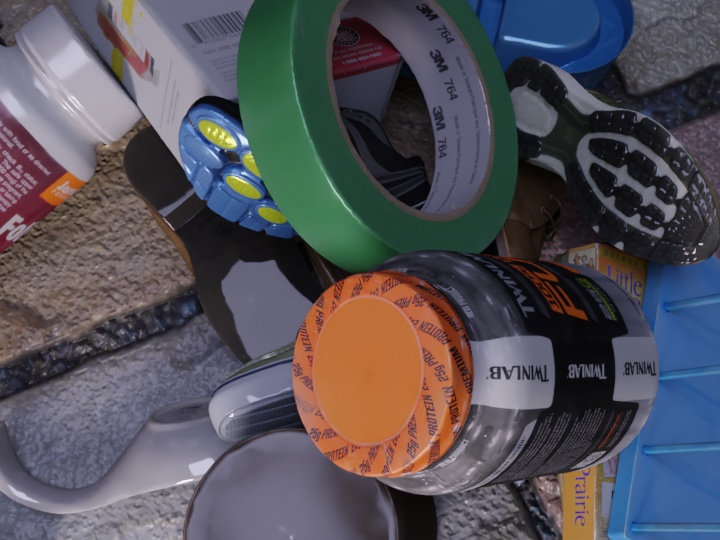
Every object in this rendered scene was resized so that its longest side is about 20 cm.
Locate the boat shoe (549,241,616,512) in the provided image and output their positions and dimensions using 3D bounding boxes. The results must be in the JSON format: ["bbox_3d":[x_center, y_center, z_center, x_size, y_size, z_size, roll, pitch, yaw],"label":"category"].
[{"bbox_3d":[0.151,0.082,0.826,0.073,0.063,0.201,11,74,-39],"label":"boat shoe"}]

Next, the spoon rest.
[{"bbox_3d":[-0.150,0.122,0.814,0.199,0.099,0.061,-6,102,13],"label":"spoon rest"}]

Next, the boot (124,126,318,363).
[{"bbox_3d":[-0.085,-0.006,0.845,0.073,0.075,0.200,-33,76,-8],"label":"boot"}]

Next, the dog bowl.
[{"bbox_3d":[0.092,-0.178,0.894,0.199,0.050,0.112,12,60,5],"label":"dog bowl"}]

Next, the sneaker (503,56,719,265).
[{"bbox_3d":[0.169,-0.071,0.796,0.200,0.088,0.077,50,120,41],"label":"sneaker"}]

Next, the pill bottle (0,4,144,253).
[{"bbox_3d":[-0.252,-0.078,0.840,0.200,0.114,0.114,-39,76,0],"label":"pill bottle"}]

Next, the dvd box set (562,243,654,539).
[{"bbox_3d":[0.185,0.095,0.787,0.146,0.029,0.201,15,71,-38],"label":"dvd box set"}]

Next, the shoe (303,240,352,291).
[{"bbox_3d":[0.000,0.000,0.855,0.070,0.053,0.201,-14,72,-11],"label":"shoe"}]

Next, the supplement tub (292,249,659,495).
[{"bbox_3d":[0.064,0.052,0.660,0.122,0.200,0.123,-2,87,37],"label":"supplement tub"}]

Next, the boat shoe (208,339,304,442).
[{"bbox_3d":[-0.005,0.051,0.778,0.199,0.072,0.062,-16,61,-23],"label":"boat shoe"}]

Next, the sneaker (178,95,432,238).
[{"bbox_3d":[-0.031,-0.066,0.775,0.071,0.199,0.083,-25,59,41],"label":"sneaker"}]

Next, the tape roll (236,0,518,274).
[{"bbox_3d":[0.016,-0.096,0.747,0.048,0.200,0.201,-15,68,41],"label":"tape roll"}]

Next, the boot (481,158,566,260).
[{"bbox_3d":[0.111,-0.035,0.845,0.075,0.074,0.201,-1,62,-10],"label":"boot"}]

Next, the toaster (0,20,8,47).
[{"bbox_3d":[-0.355,-0.143,0.879,0.200,0.114,0.129,-39,73,-7],"label":"toaster"}]

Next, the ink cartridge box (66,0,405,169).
[{"bbox_3d":[-0.090,-0.164,0.844,0.145,0.084,0.200,-20,58,-31],"label":"ink cartridge box"}]

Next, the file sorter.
[{"bbox_3d":[0.252,0.082,0.745,0.139,0.122,0.201,29,63,-33],"label":"file sorter"}]

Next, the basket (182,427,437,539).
[{"bbox_3d":[-0.031,0.162,0.731,0.180,0.200,0.136,-42,77,-11],"label":"basket"}]
